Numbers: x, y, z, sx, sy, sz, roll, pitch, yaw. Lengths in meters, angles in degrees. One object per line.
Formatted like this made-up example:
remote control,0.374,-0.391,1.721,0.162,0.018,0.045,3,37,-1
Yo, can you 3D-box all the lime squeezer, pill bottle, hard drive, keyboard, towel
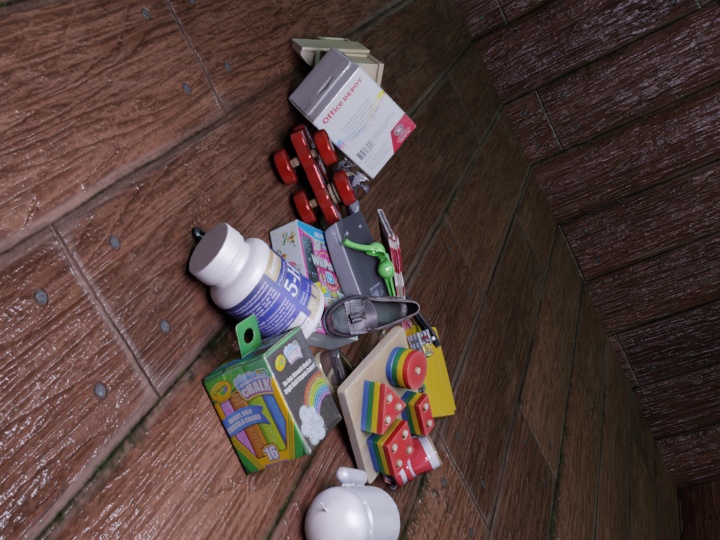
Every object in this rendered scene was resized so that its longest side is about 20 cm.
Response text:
lime squeezer,0.036,-0.005,1.585,0.201,0.037,0.071,56,31,-32
pill bottle,-0.160,0.023,1.319,0.199,0.118,0.121,40,36,-31
hard drive,0.000,0.000,1.602,0.135,0.042,0.204,-33,103,-63
keyboard,0.109,0.084,1.841,0.201,0.020,0.127,56,-2,27
towel,0.065,-0.002,1.683,0.145,0.022,0.204,-111,-170,-64

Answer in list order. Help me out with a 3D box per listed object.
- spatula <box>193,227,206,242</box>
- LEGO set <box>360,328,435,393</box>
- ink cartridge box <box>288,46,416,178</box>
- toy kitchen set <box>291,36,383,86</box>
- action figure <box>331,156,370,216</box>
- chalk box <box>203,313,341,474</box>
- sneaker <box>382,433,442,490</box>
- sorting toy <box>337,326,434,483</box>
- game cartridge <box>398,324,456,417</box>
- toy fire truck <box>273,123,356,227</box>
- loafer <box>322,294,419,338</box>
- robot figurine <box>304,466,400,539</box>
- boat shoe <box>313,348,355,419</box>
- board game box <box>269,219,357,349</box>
spatula,-0.199,0.000,1.380,0.201,0.020,0.057,51,35,-32
LEGO set,0.093,0.194,1.698,0.199,0.114,0.157,8,63,-61
ink cartridge box,-0.017,-0.322,1.755,0.199,0.146,0.145,39,6,-40
toy kitchen set,-0.074,-0.404,1.898,0.160,0.184,0.200,-3,30,-26
action figure,-0.016,-0.135,1.747,0.130,0.068,0.205,112,-32,-75
chalk box,-0.137,0.168,1.263,0.204,0.122,0.125,65,27,-5
sneaker,0.083,0.349,1.640,0.072,0.111,0.200,63,-4,-4
sorting toy,0.060,0.240,1.527,0.200,0.068,0.203,-43,128,-44
game cartridge,0.143,0.221,1.883,0.175,0.032,0.205,12,63,-61
toy fire truck,-0.082,-0.184,1.669,0.168,0.110,0.203,-80,146,-77
loafer,0.022,0.073,1.510,0.197,0.062,0.074,-7,86,-43
robot figurine,-0.012,0.395,1.345,0.199,0.111,0.174,20,60,-57
boat shoe,-0.013,0.216,1.532,0.201,0.064,0.074,51,30,-33
board game box,-0.083,0.029,1.540,0.147,0.063,0.205,20,53,-59
